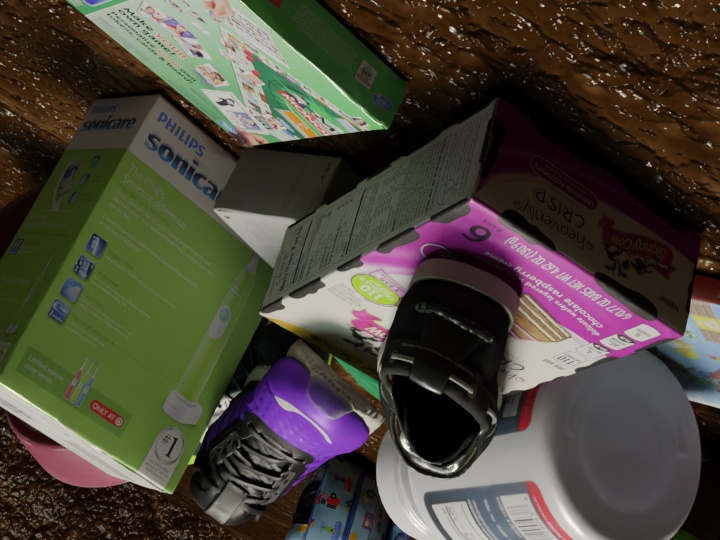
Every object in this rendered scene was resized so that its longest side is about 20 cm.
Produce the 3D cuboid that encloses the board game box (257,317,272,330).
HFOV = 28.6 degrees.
[{"bbox_3d":[-0.094,0.082,1.287,0.134,0.028,0.200,15,158,32],"label":"board game box"}]

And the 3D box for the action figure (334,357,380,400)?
[{"bbox_3d":[0.041,0.086,1.051,0.199,0.055,0.118,35,173,5],"label":"action figure"}]

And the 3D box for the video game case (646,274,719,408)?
[{"bbox_3d":[0.157,0.033,0.809,0.198,0.018,0.143,13,157,37],"label":"video game case"}]

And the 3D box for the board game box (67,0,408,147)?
[{"bbox_3d":[-0.087,-0.132,0.686,0.199,0.029,0.134,39,158,-31],"label":"board game box"}]

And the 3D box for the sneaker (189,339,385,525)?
[{"bbox_3d":[-0.053,0.106,0.827,0.069,0.100,0.200,41,162,-4],"label":"sneaker"}]

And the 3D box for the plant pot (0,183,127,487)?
[{"bbox_3d":[-0.212,0.037,1.101,0.198,0.201,0.180,12,142,39],"label":"plant pot"}]

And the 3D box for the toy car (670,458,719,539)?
[{"bbox_3d":[0.184,0.145,0.958,0.201,0.157,0.165,50,166,25],"label":"toy car"}]

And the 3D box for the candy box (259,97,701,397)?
[{"bbox_3d":[0.055,0.004,0.726,0.135,0.062,0.199,30,150,-21],"label":"candy box"}]

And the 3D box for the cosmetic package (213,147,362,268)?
[{"bbox_3d":[0.000,0.000,0.889,0.082,0.051,0.200,8,154,38],"label":"cosmetic package"}]

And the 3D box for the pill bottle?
[{"bbox_3d":[0.098,0.115,0.858,0.119,0.121,0.199,34,154,-21],"label":"pill bottle"}]

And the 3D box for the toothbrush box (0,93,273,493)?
[{"bbox_3d":[-0.143,0.014,0.888,0.085,0.202,0.145,6,153,50],"label":"toothbrush box"}]

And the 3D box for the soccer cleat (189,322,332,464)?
[{"bbox_3d":[-0.097,0.086,0.974,0.080,0.068,0.199,13,144,-41],"label":"soccer cleat"}]

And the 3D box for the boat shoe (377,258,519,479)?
[{"bbox_3d":[0.036,0.069,0.718,0.071,0.068,0.201,15,153,7],"label":"boat shoe"}]

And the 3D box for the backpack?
[{"bbox_3d":[-0.016,0.300,1.554,0.133,0.184,0.201,16,149,6],"label":"backpack"}]
